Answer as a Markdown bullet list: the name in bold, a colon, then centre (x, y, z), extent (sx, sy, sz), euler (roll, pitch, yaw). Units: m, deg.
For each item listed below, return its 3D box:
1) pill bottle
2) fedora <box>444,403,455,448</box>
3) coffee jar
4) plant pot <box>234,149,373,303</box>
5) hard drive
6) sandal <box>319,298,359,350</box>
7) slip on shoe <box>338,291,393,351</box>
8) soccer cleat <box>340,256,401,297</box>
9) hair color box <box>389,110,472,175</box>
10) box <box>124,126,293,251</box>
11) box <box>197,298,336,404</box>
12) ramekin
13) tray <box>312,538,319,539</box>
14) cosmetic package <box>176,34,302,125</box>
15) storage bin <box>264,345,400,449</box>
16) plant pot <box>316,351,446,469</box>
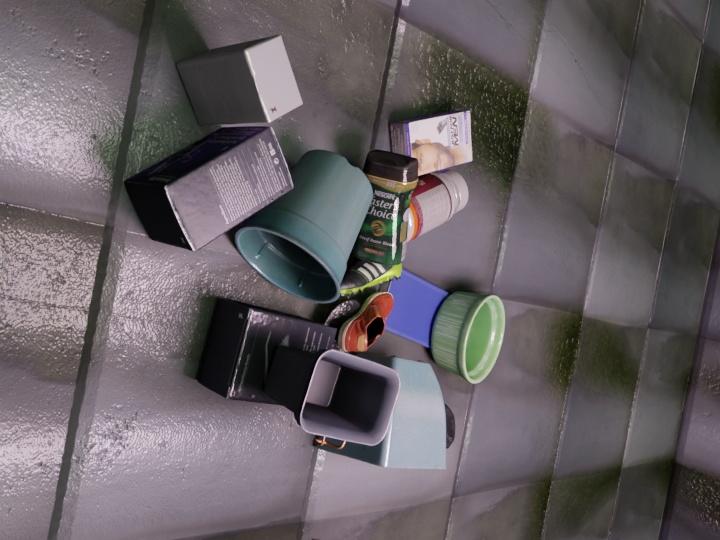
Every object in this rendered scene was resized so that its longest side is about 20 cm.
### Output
- **pill bottle**: centre (0.127, -0.136, 1.361), extent (0.198, 0.108, 0.112), euler (-28, 116, -37)
- **fedora**: centre (0.154, 0.344, 1.485), extent (0.198, 0.091, 0.206), euler (-10, 105, -41)
- **coffee jar**: centre (0.046, -0.118, 1.231), extent (0.085, 0.102, 0.204), euler (-39, 140, -63)
- **plant pot**: centre (-0.082, -0.084, 1.130), extent (0.201, 0.197, 0.198), euler (49, 57, -37)
- **hard drive**: centre (0.111, 0.081, 1.443), extent (0.198, 0.025, 0.135), euler (25, 80, -43)
- **sandal**: centre (-0.072, 0.137, 1.272), extent (0.075, 0.048, 0.203), euler (38, 81, -42)
- **slip on shoe**: centre (0.024, 0.101, 1.280), extent (0.200, 0.060, 0.076), euler (-39, 135, -57)
- **soccer cleat**: centre (0.000, 0.000, 1.306), extent (0.198, 0.067, 0.083), euler (-18, 91, -39)
- **hair color box**: centre (0.152, -0.269, 1.393), extent (0.198, 0.064, 0.112), euler (-20, 112, -38)
- **box**: centre (-0.227, -0.129, 1.000), extent (0.199, 0.146, 0.106), euler (-38, 122, -32)
- **box**: centre (-0.157, 0.144, 1.137), extent (0.198, 0.103, 0.151), euler (20, 85, -43)
- **ramekin**: centre (0.244, 0.145, 1.512), extent (0.198, 0.096, 0.205), euler (-23, 119, -49)
- **tray**: centre (-0.010, 0.609, 1.376), extent (0.199, 0.098, 0.038), euler (36, 72, -41)
- **cosmetic package**: centre (-0.182, -0.277, 0.979), extent (0.071, 0.198, 0.103), euler (-35, 121, -32)
- **storage bin**: centre (-0.055, 0.200, 1.070), extent (0.198, 0.133, 0.149), euler (24, 81, -42)
- **plant pot**: centre (0.055, 0.273, 1.322), extent (0.194, 0.194, 0.205), euler (18, 78, -43)
